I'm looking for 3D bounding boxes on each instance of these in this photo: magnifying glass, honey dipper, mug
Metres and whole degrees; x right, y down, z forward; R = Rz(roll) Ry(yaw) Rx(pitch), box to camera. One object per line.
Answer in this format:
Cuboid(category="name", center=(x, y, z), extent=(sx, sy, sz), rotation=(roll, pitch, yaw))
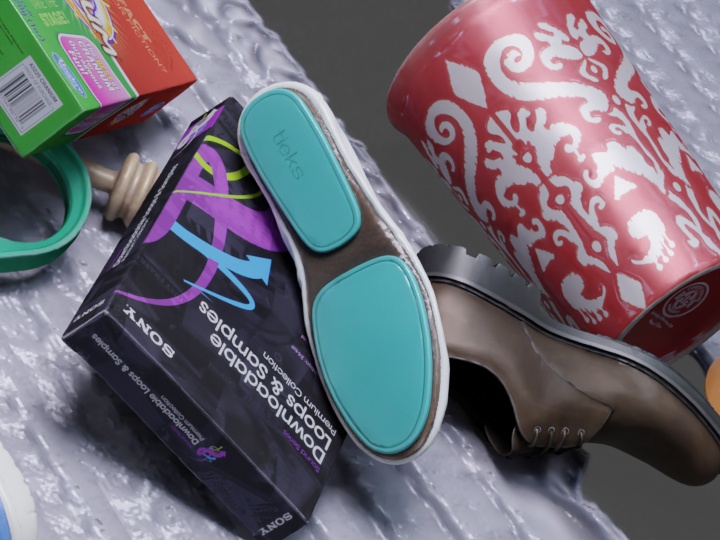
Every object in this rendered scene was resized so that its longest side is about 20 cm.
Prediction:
Cuboid(category="magnifying glass", center=(-0.202, -0.014, 1.250), extent=(0.080, 0.022, 0.200), rotation=(48, 47, 3))
Cuboid(category="honey dipper", center=(-0.173, -0.065, 1.342), extent=(0.199, 0.038, 0.038), rotation=(23, 38, -5))
Cuboid(category="mug", center=(0.138, -0.052, 1.466), extent=(0.177, 0.134, 0.200), rotation=(-12, 58, -40))

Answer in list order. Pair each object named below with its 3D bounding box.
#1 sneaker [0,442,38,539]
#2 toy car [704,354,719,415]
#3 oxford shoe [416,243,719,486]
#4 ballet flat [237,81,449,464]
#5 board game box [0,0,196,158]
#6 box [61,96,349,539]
Cuboid(category="sneaker", center=(-0.233, 0.075, 1.099), extent=(0.200, 0.077, 0.111), rotation=(42, 32, 20))
Cuboid(category="toy car", center=(0.260, 0.106, 1.386), extent=(0.199, 0.178, 0.184), rotation=(23, 11, 40))
Cuboid(category="oxford shoe", center=(0.101, 0.071, 1.364), extent=(0.199, 0.073, 0.085), rotation=(27, 62, -11))
Cuboid(category="ballet flat", center=(0.000, 0.000, 1.294), extent=(0.069, 0.069, 0.201), rotation=(-10, 70, -41))
Cuboid(category="board game box", center=(-0.164, -0.139, 1.323), extent=(0.153, 0.040, 0.200), rotation=(56, 15, -1))
Cuboid(category="box", center=(-0.055, 0.021, 1.285), extent=(0.143, 0.036, 0.200), rotation=(47, 35, -16))
